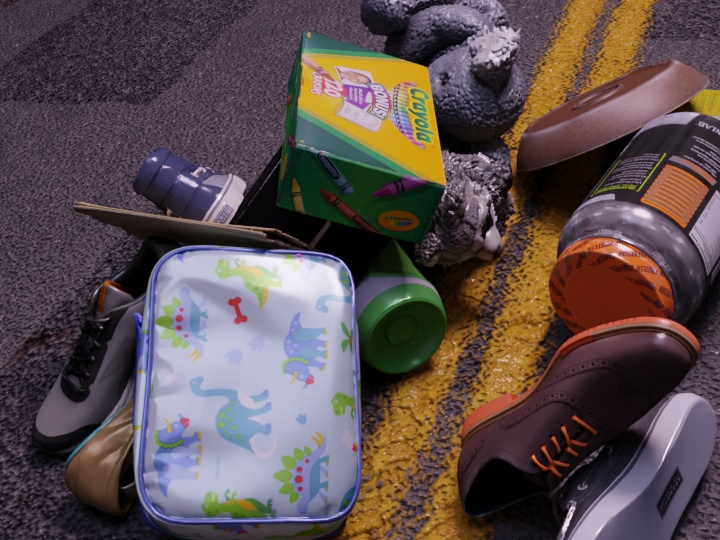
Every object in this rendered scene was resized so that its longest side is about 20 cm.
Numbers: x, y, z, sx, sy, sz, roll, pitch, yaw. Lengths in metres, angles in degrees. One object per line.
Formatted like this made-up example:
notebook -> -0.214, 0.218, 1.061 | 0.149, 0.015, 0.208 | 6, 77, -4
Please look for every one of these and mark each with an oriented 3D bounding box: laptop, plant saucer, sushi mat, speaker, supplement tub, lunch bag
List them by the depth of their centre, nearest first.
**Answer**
lunch bag -> -0.080, 0.084, 0.668 | 0.158, 0.083, 0.203 | 1, 66, -8
sushi mat -> -0.127, -0.029, 0.755 | 0.197, 0.095, 0.012 | 9, 81, 30
supplement tub -> 0.239, -0.031, 0.776 | 0.121, 0.124, 0.200 | 18, 46, 32
speaker -> 0.000, 0.000, 0.824 | 0.087, 0.089, 0.201 | -20, 38, -12
laptop -> -0.069, -0.016, 0.836 | 0.200, 0.103, 0.178 | 43, 104, 26
plant saucer -> 0.237, -0.156, 0.929 | 0.198, 0.035, 0.200 | -25, 10, 5

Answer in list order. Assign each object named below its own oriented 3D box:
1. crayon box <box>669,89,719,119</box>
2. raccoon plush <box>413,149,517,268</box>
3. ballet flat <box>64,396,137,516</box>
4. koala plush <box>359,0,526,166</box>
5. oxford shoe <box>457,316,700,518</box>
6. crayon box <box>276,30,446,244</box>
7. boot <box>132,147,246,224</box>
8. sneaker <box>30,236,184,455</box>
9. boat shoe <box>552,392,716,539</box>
crayon box -> 0.384, -0.118, 0.911 | 0.197, 0.051, 0.127 | 10, 41, 25
raccoon plush -> 0.045, -0.061, 0.844 | 0.198, 0.098, 0.133 | 18, 17, 28
ballet flat -> -0.139, 0.102, 0.733 | 0.063, 0.069, 0.201 | 30, 70, 25
koala plush -> 0.108, -0.198, 0.989 | 0.181, 0.180, 0.201 | -9, 32, -15
oxford shoe -> 0.135, 0.101, 0.607 | 0.071, 0.200, 0.073 | 34, 42, -11
crayon box -> -0.001, -0.113, 0.774 | 0.117, 0.059, 0.201 | 14, 36, -12
boot -> -0.161, -0.078, 0.895 | 0.073, 0.090, 0.200 | -56, 11, -2
sneaker -> -0.204, 0.056, 0.772 | 0.074, 0.079, 0.201 | 30, 80, 39
boat shoe -> 0.161, 0.148, 0.616 | 0.066, 0.071, 0.200 | 1, 38, 47
